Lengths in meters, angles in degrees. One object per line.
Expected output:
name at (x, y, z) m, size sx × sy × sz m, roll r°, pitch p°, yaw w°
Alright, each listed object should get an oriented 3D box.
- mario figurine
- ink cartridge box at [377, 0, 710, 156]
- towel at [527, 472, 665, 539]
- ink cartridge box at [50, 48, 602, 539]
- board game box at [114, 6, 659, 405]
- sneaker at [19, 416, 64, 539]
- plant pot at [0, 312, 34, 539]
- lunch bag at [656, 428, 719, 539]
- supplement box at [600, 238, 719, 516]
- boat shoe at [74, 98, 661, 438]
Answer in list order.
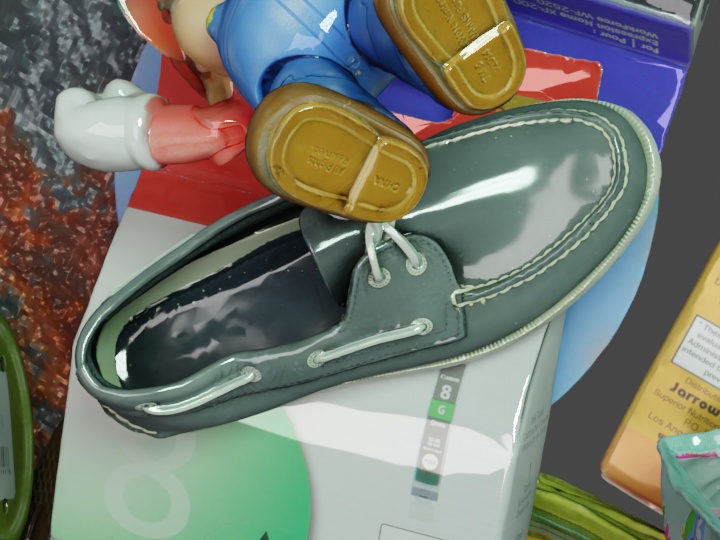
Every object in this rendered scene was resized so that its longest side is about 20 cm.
mario figurine at (-0.033, -0.080, 0.703) m, size 0.123 × 0.200 × 0.106 m, roll -16°, pitch 110°, yaw -15°
ink cartridge box at (0.034, -0.148, 0.792) m, size 0.198 × 0.043 × 0.200 m, roll 18°, pitch 93°, yaw 15°
towel at (0.079, 0.177, 0.850) m, size 0.086 × 0.018 × 0.200 m, roll 24°, pitch 118°, yaw 36°
ink cartridge box at (-0.014, 0.015, 0.797) m, size 0.161 × 0.050 × 0.200 m, roll 13°, pitch 108°, yaw 16°
board game box at (0.010, -0.030, 0.843) m, size 0.200 × 0.039 × 0.158 m, roll 35°, pitch 102°, yaw 15°
sneaker at (-0.099, 0.152, 0.921) m, size 0.085 × 0.073 × 0.200 m, roll 8°, pitch 97°, yaw -17°
plant pot at (-0.232, 0.068, 0.894) m, size 0.200 × 0.187 × 0.187 m, roll -5°, pitch 99°, yaw 7°
lunch bag at (0.156, 0.140, 0.682) m, size 0.122 × 0.200 × 0.170 m, roll -11°, pitch 101°, yaw 1°
supplement box at (0.156, -0.006, 0.788) m, size 0.069 × 0.067 × 0.200 m, roll 28°, pitch 109°, yaw 12°
boat shoe at (0.000, 0.000, 0.748) m, size 0.200 × 0.062 × 0.073 m, roll -23°, pitch 78°, yaw 12°
